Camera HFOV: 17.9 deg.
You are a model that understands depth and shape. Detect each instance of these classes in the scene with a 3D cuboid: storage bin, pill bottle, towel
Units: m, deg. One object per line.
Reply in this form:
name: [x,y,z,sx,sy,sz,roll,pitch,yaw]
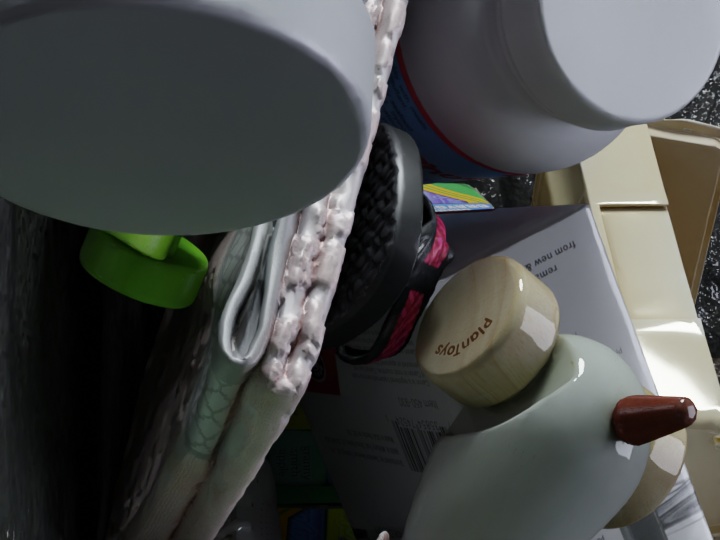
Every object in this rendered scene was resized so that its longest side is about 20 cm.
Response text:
storage bin: [0.131,0.066,1.024,0.201,0.093,0.199,-97,-171,-45]
pill bottle: [0.039,-0.088,0.846,0.200,0.108,0.109,-1,-91,58]
pill bottle: [-0.044,-0.117,0.516,0.116,0.115,0.201,86,3,-63]
towel: [-0.037,-0.002,0.760,0.191,0.032,0.201,123,-15,-55]

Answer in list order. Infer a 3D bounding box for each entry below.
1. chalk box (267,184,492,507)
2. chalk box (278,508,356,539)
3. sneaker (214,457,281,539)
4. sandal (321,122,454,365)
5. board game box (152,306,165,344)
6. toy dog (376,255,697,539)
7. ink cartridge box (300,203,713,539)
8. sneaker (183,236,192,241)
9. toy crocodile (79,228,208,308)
chalk box: [0.006,0.034,1.045,0.200,0.123,0.126,-116,-154,-79]
chalk box: [-0.008,0.201,1.073,0.200,0.123,0.125,-89,-164,-68]
sneaker: [-0.061,0.107,0.840,0.200,0.077,0.100,-124,-154,-77]
sandal: [0.000,0.000,0.779,0.200,0.045,0.075,148,-38,-76]
board game box: [-0.075,0.082,1.006,0.105,0.023,0.201,-100,-171,-77]
toy dog: [0.049,0.097,0.730,0.096,0.131,0.201,3,-100,60]
ink cartridge box: [0.055,0.083,0.873,0.147,0.083,0.201,1,-65,64]
sneaker: [-0.056,-0.111,0.959,0.087,0.074,0.201,67,18,-61]
toy crocodile: [-0.068,-0.043,0.734,0.200,0.061,0.068,-93,-153,-72]
